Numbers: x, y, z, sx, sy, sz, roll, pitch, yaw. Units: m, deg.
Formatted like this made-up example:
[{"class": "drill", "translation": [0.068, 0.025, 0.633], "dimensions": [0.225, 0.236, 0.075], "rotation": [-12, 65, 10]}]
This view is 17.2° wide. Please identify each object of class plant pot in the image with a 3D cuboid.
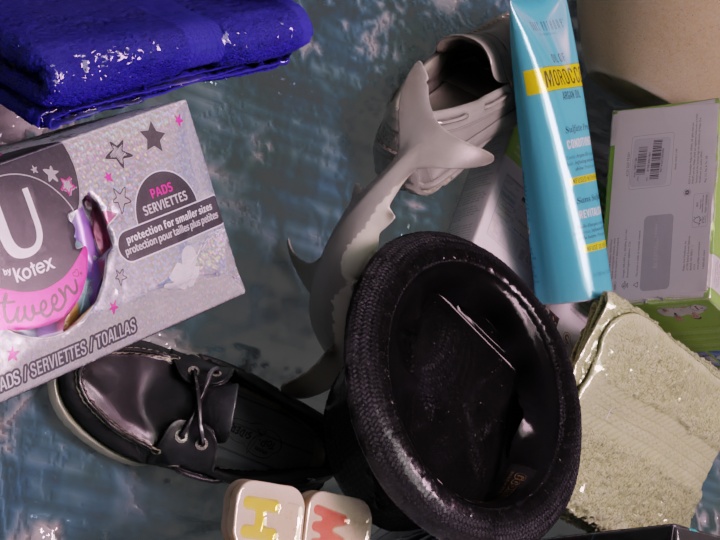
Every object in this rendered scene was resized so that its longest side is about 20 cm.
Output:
[{"class": "plant pot", "translation": [0.229, -0.175, 1.657], "dimensions": [0.200, 0.200, 0.135], "rotation": [30, 86, -36]}]

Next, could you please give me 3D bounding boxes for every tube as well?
[{"class": "tube", "translation": [0.126, -0.080, 1.543], "dimensions": [0.077, 0.050, 0.202], "rotation": [-16, 99, -63]}]

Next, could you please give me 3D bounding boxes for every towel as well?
[{"class": "towel", "translation": [0.183, 0.111, 1.579], "dimensions": [0.200, 0.036, 0.149], "rotation": [32, 79, -50]}, {"class": "towel", "translation": [-0.143, -0.130, 1.307], "dimensions": [0.199, 0.147, 0.050], "rotation": [-17, 124, -45]}]

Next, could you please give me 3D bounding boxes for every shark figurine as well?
[{"class": "shark figurine", "translation": [-0.008, -0.011, 1.424], "dimensions": [0.128, 0.089, 0.216], "rotation": [-17, 133, -32]}]

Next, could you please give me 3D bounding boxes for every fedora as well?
[{"class": "fedora", "translation": [0.038, 0.079, 1.373], "dimensions": [0.200, 0.091, 0.202], "rotation": [25, 50, -34]}]

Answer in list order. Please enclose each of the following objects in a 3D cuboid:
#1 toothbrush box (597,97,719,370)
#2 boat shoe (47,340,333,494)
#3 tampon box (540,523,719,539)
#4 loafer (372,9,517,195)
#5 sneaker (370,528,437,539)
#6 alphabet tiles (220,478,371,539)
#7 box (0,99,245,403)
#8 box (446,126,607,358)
[{"class": "toothbrush box", "translation": [0.245, -0.011, 1.652], "dimensions": [0.200, 0.086, 0.147], "rotation": [34, 57, -53]}, {"class": "boat shoe", "translation": [-0.084, 0.084, 1.351], "dimensions": [0.199, 0.066, 0.075], "rotation": [31, 60, -36]}, {"class": "tampon box", "translation": [0.209, 0.248, 1.540], "dimensions": [0.199, 0.149, 0.127], "rotation": [19, 67, -40]}, {"class": "loafer", "translation": [0.077, -0.125, 1.550], "dimensions": [0.200, 0.070, 0.070], "rotation": [-47, 151, -41]}, {"class": "sneaker", "translation": [0.058, 0.167, 1.440], "dimensions": [0.200, 0.108, 0.070], "rotation": [-34, 104, -44]}, {"class": "alphabet tiles", "translation": [-0.041, 0.216, 1.276], "dimensions": [0.195, 0.015, 0.202], "rotation": [15, 76, -40]}, {"class": "box", "translation": [-0.181, -0.005, 1.229], "dimensions": [0.199, 0.132, 0.116], "rotation": [-25, 101, -45]}, {"class": "box", "translation": [0.113, 0.010, 1.587], "dimensions": [0.144, 0.036, 0.201], "rotation": [41, 55, -30]}]
